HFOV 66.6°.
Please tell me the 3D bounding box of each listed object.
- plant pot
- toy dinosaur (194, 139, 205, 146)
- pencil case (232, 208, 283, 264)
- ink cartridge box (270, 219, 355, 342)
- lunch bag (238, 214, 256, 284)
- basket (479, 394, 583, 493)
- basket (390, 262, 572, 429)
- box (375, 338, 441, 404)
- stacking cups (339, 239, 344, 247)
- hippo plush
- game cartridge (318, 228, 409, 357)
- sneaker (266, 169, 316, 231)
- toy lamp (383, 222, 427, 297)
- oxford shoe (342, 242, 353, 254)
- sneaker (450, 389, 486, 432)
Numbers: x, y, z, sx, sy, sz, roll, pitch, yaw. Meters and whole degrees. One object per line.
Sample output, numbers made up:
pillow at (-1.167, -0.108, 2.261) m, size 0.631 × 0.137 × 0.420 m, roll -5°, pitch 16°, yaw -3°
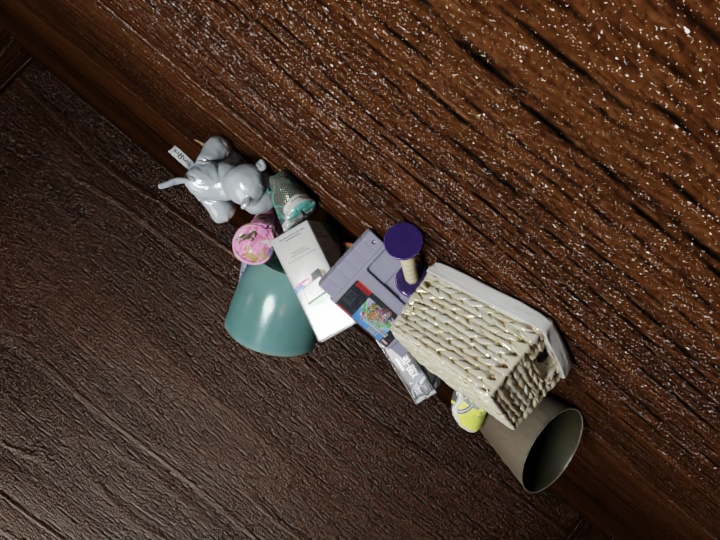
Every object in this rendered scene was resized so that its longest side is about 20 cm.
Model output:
plant pot at (-0.167, 0.056, 1.140) m, size 0.199 × 0.162 × 0.201 m, roll 16°, pitch -159°, yaw -6°
toy dinosaur at (-0.278, -0.220, 1.238) m, size 0.199 × 0.061 × 0.106 m, roll 34°, pitch 147°, yaw 0°
pencil case at (-0.196, -0.076, 1.108) m, size 0.086 × 0.083 × 0.200 m, roll -1°, pitch -163°, yaw 2°
ink cartridge box at (-0.065, 0.016, 1.014) m, size 0.201 × 0.084 × 0.145 m, roll 64°, pitch -166°, yaw 4°
lunch bag at (-0.185, -0.020, 1.336) m, size 0.199 × 0.124 × 0.171 m, roll 17°, pitch -145°, yaw -19°
basket at (0.287, 0.275, 1.026) m, size 0.135 × 0.182 × 0.200 m, roll -4°, pitch -155°, yaw -29°
basket at (0.155, 0.099, 0.734) m, size 0.200 × 0.124 × 0.136 m, roll 32°, pitch 168°, yaw 45°
box at (0.113, 0.169, 1.139) m, size 0.158 × 0.050 × 0.200 m, roll 57°, pitch -163°, yaw 4°
stacking cups at (0.000, 0.000, 1.130) m, size 0.200 × 0.061 × 0.061 m, roll 42°, pitch 172°, yaw 5°
hippo plush at (-0.241, -0.185, 1.054) m, size 0.160 × 0.160 × 0.200 m, roll 5°, pitch 163°, yaw 25°
game cartridge at (0.041, 0.043, 0.915) m, size 0.200 × 0.130 × 0.038 m, roll 42°, pitch -179°, yaw -18°
sneaker at (-0.132, -0.133, 1.014) m, size 0.092 × 0.077 × 0.200 m, roll 55°, pitch 167°, yaw -1°
toy lamp at (0.072, -0.004, 0.793) m, size 0.058 × 0.058 × 0.200 m, roll 36°, pitch 171°, yaw 19°
oxford shoe at (0.034, 0.025, 1.043) m, size 0.200 × 0.073 × 0.071 m, roll 41°, pitch 171°, yaw -7°
sneaker at (0.211, 0.208, 0.950) m, size 0.076 × 0.075 × 0.201 m, roll 27°, pitch 128°, yaw 40°
